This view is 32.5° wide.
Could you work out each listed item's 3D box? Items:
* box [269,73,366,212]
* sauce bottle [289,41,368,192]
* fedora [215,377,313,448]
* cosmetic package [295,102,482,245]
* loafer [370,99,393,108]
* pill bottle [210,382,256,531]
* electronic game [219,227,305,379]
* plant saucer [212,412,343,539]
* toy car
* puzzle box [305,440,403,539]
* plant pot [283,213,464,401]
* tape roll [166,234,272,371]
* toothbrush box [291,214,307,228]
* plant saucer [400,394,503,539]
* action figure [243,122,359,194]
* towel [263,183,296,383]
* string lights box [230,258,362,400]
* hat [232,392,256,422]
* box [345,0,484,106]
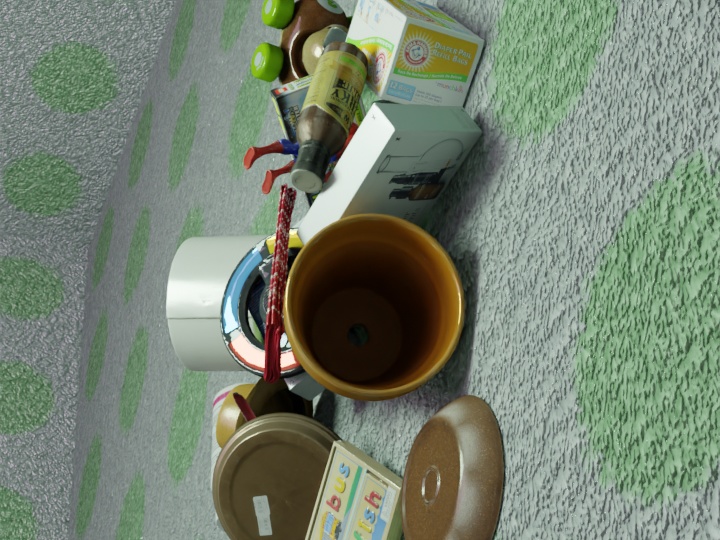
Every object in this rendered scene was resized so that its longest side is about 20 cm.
[{"bbox_3d":[-0.037,-0.157,1.606,0.035,0.109,0.202,-124,15,-60],"label":"box"},{"bbox_3d":[-0.039,-0.179,1.453,0.065,0.064,0.202,-47,24,54],"label":"sauce bottle"},{"bbox_3d":[-0.140,0.212,1.695,0.081,0.200,0.204,13,91,27],"label":"fedora"},{"bbox_3d":[0.032,-0.102,1.436,0.052,0.149,0.201,55,129,30],"label":"cosmetic package"},{"bbox_3d":[0.055,-0.169,1.587,0.200,0.071,0.064,-110,18,-66],"label":"loafer"},{"bbox_3d":[-0.165,0.279,1.825,0.114,0.112,0.202,127,149,-48],"label":"pill bottle"},{"bbox_3d":[-0.094,0.040,1.572,0.198,0.042,0.203,-11,64,24],"label":"electronic game"},{"bbox_3d":[-0.093,0.278,1.532,0.029,0.198,0.203,-32,-41,-76],"label":"plant saucer"},{"bbox_3d":[-0.039,-0.329,1.794,0.199,0.162,0.160,6,84,60],"label":"toy car"},{"bbox_3d":[-0.012,0.319,1.454,0.132,0.025,0.203,26,104,48],"label":"puzzle box"},{"bbox_3d":[0.006,0.057,1.420,0.183,0.197,0.203,117,160,-74],"label":"plant pot"},{"bbox_3d":[-0.188,0.049,1.849,0.202,0.137,0.206,-1,-90,-72],"label":"tape roll"},{"bbox_3d":[-0.069,0.039,1.748,0.145,0.085,0.203,147,133,-61],"label":"toothbrush box"},{"bbox_3d":[0.087,0.228,1.295,0.200,0.036,0.203,-167,90,-71],"label":"plant saucer"},{"bbox_3d":[-0.051,-0.142,1.497,0.066,0.199,0.052,49,138,23],"label":"action figure"},{"bbox_3d":[-0.096,0.018,1.478,0.145,0.022,0.202,101,174,-59],"label":"towel"},{"bbox_3d":[-0.083,0.056,1.621,0.102,0.059,0.201,-37,57,11],"label":"string lights box"},{"bbox_3d":[-0.123,0.284,1.617,0.165,0.174,0.203,152,128,-63],"label":"hat"},{"bbox_3d":[0.061,-0.276,1.545,0.200,0.111,0.103,-124,49,-61],"label":"box"}]
